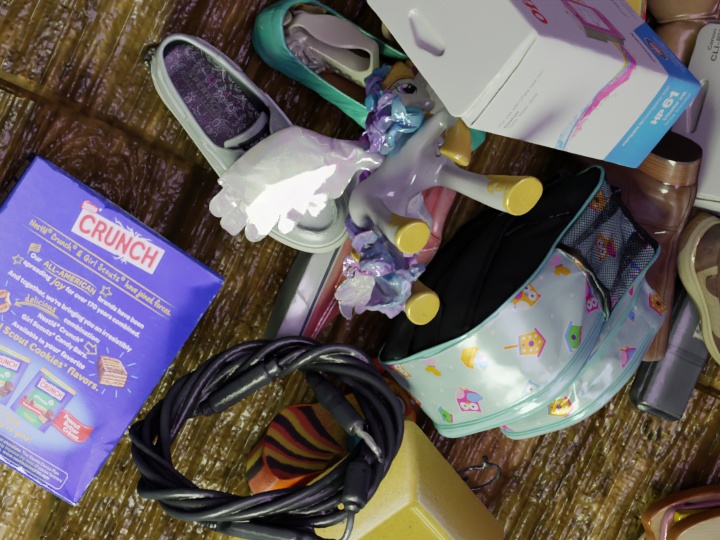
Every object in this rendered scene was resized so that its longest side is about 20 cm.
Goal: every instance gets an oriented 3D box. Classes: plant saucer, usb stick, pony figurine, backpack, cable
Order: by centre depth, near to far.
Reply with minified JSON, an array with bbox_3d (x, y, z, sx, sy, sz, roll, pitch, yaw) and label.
[{"bbox_3d":[0.017,-0.050,1.196,0.166,0.200,0.193,34,103,-32],"label":"pony figurine"},{"bbox_3d":[-0.073,0.115,1.244,0.200,0.051,0.163,8,61,21],"label":"cable"},{"bbox_3d":[0.118,0.040,1.292,0.200,0.176,0.153,-42,104,-40],"label":"backpack"},{"bbox_3d":[0.004,0.228,1.316,0.200,0.048,0.200,-36,136,3],"label":"plant saucer"},{"bbox_3d":[0.281,0.029,1.443,0.055,0.033,0.200,24,90,-24],"label":"usb stick"}]

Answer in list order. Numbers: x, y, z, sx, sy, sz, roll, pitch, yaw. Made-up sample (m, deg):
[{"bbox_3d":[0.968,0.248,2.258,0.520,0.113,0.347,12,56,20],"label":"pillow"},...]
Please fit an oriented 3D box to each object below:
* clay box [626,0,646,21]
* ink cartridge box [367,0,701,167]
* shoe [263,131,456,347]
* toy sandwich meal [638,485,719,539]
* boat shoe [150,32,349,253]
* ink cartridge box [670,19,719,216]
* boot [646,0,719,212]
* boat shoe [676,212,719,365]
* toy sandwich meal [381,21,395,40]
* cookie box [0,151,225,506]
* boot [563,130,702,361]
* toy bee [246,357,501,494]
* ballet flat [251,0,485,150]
[{"bbox_3d":[0.162,-0.240,1.320,0.115,0.048,0.200,5,111,14],"label":"clay box"},{"bbox_3d":[0.121,-0.159,1.201,0.200,0.145,0.085,6,130,-47],"label":"ink cartridge box"},{"bbox_3d":[0.000,0.000,1.337,0.091,0.071,0.200,26,85,-12],"label":"shoe"},{"bbox_3d":[0.302,0.281,1.455,0.205,0.070,0.206,-2,98,-16],"label":"toy sandwich meal"},{"bbox_3d":[-0.083,-0.093,1.273,0.070,0.072,0.201,-42,87,-4],"label":"boat shoe"},{"bbox_3d":[0.348,-0.101,1.385,0.200,0.083,0.145,15,91,-36],"label":"ink cartridge box"},{"bbox_3d":[0.235,-0.162,1.389,0.175,0.066,0.200,15,94,-17],"label":"boot"},{"bbox_3d":[0.321,0.033,1.404,0.072,0.072,0.200,-48,132,-17],"label":"boat shoe"},{"bbox_3d":[0.046,-0.265,1.279,0.070,0.205,0.206,19,92,14],"label":"toy sandwich meal"},{"bbox_3d":[-0.225,0.041,1.275,0.171,0.075,0.200,35,87,-17],"label":"cookie box"},{"bbox_3d":[0.179,-0.037,1.384,0.064,0.186,0.200,-28,136,-37],"label":"boot"},{"bbox_3d":[-0.004,0.124,1.344,0.131,0.109,0.200,-36,146,29],"label":"toy bee"},{"bbox_3d":[0.011,-0.144,1.305,0.200,0.070,0.067,28,74,-8],"label":"ballet flat"}]
